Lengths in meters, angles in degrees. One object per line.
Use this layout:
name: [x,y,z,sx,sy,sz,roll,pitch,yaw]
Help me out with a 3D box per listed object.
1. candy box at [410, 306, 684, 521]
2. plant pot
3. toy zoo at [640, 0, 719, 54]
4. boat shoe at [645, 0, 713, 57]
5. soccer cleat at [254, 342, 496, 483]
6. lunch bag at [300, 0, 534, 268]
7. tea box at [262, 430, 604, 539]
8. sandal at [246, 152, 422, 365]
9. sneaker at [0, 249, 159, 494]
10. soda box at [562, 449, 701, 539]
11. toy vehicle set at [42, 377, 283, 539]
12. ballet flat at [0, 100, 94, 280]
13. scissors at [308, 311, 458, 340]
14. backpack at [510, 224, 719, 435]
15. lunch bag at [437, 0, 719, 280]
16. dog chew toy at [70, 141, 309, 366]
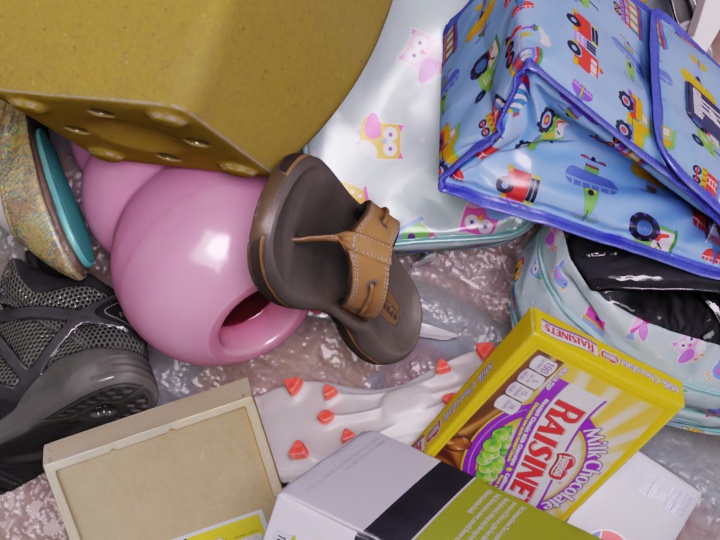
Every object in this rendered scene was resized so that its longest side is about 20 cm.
candy box: [0.085,0.110,0.851,0.101,0.027,0.200,24,128,-18]
plant pot: [-0.094,-0.161,0.764,0.192,0.195,0.202,8,81,22]
toy zoo: [0.159,-0.208,0.887,0.198,0.020,0.132,21,77,-5]
boat shoe: [0.183,-0.135,0.923,0.073,0.065,0.202,-21,88,-4]
soccer cleat: [0.011,0.099,0.903,0.198,0.078,0.070,-13,50,10]
lunch bag: [0.037,-0.104,0.908,0.159,0.077,0.202,-3,87,-4]
tea box: [0.034,0.225,0.785,0.195,0.133,0.202,25,107,17]
sandal: [0.000,0.000,0.805,0.054,0.200,0.082,4,65,27]
sneaker: [-0.213,0.064,0.891,0.198,0.076,0.115,-28,52,19]
soda box: [0.124,0.200,0.898,0.063,0.068,0.201,32,85,1]
toy vehicle set: [-0.095,0.174,0.870,0.123,0.027,0.202,-17,111,-4]
ballet flat: [-0.210,-0.074,0.883,0.070,0.071,0.202,-17,67,-4]
scissors: [-0.039,0.013,0.928,0.198,0.014,0.074,-2,85,-2]
backpack: [0.190,0.018,0.868,0.198,0.127,0.168,10,43,-14]
lunch bag: [0.148,-0.078,0.813,0.199,0.151,0.094,25,129,-16]
dog chew toy: [-0.106,-0.041,0.865,0.124,0.125,0.200,-35,59,-4]
